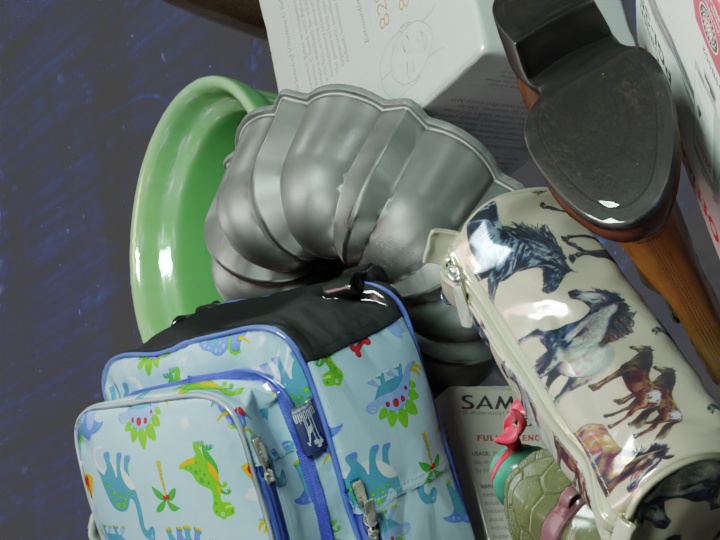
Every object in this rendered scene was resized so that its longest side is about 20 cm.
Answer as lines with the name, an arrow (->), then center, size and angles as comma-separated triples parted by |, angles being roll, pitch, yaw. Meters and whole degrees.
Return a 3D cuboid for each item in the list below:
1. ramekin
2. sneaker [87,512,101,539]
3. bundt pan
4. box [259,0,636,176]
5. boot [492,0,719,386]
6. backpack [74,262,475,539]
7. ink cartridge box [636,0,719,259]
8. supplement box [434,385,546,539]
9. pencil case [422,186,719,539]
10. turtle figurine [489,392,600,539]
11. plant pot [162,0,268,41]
ramekin -> -0.060, -0.018, 1.461 | 0.200, 0.097, 0.202 | -9, 79, 59
sneaker -> -0.126, 0.151, 1.453 | 0.200, 0.091, 0.076 | -142, 55, -80
bundt pan -> 0.000, 0.000, 1.261 | 0.202, 0.202, 0.076 | -39, 15, 51
box -> 0.043, -0.135, 1.292 | 0.200, 0.106, 0.153 | -39, 55, 50
boot -> 0.128, -0.016, 1.062 | 0.201, 0.068, 0.189 | 61, 179, -35
backpack -> -0.044, 0.122, 1.189 | 0.182, 0.147, 0.201 | -13, 102, 48
ink cartridge box -> 0.176, -0.107, 0.998 | 0.200, 0.082, 0.147 | 76, 178, -61
supplement box -> 0.067, 0.178, 1.254 | 0.126, 0.073, 0.201 | -42, 54, 48
pencil case -> 0.106, 0.051, 1.085 | 0.078, 0.089, 0.200 | 101, 149, -44
turtle figurine -> 0.126, 0.130, 1.146 | 0.200, 0.100, 0.151 | 40, 127, 44
plant pot -> -0.086, -0.234, 1.427 | 0.187, 0.199, 0.188 | -10, 78, 58
